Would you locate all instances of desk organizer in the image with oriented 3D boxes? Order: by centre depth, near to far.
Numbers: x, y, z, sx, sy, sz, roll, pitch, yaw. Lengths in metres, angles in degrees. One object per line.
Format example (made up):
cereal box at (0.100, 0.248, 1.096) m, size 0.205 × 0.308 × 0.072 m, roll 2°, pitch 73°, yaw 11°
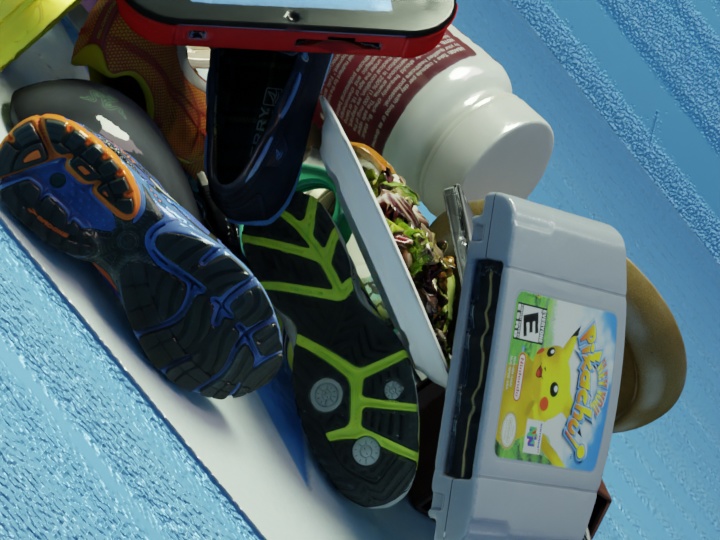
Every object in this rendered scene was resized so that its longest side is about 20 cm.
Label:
desk organizer at (0.098, 0.141, 1.603) m, size 0.200 × 0.072 × 0.077 m, roll 36°, pitch 23°, yaw -48°

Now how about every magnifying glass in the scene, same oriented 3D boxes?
magnifying glass at (-0.063, -0.059, 1.599) m, size 0.022 × 0.080 × 0.200 m, roll 48°, pitch 3°, yaw -38°

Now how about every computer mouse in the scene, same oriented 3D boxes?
computer mouse at (-0.121, -0.053, 1.410) m, size 0.200 × 0.053 × 0.139 m, roll 41°, pitch 19°, yaw -40°

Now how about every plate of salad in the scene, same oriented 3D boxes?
plate of salad at (0.025, -0.015, 1.436) m, size 0.200 × 0.048 × 0.201 m, roll 157°, pitch -90°, yaw -88°

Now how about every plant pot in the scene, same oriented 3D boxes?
plant pot at (0.119, 0.039, 1.595) m, size 0.200 × 0.200 × 0.028 m, roll 49°, pitch 54°, yaw -15°

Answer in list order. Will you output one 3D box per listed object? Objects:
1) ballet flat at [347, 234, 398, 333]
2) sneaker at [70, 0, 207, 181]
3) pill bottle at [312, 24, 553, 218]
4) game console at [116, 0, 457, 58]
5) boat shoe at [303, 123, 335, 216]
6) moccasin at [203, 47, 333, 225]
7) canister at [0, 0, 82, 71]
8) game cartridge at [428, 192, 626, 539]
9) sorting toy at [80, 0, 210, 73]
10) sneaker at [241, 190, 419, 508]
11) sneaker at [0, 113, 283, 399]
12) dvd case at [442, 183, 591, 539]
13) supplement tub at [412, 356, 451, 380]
ballet flat at (0.000, 0.000, 1.626) m, size 0.074 × 0.074 × 0.200 m, roll 50°, pitch 6°, yaw -7°
sneaker at (-0.129, -0.100, 1.504) m, size 0.073 × 0.077 × 0.200 m, roll 20°, pitch -19°, yaw 30°
pill bottle at (0.030, -0.120, 1.654) m, size 0.200 × 0.114 × 0.114 m, roll 43°, pitch 8°, yaw 28°
game console at (-0.047, -0.201, 1.424) m, size 0.031 × 0.199 × 0.178 m, roll 110°, pitch -21°, yaw -54°
boat shoe at (-0.035, -0.061, 1.698) m, size 0.068 × 0.075 × 0.200 m, roll 34°, pitch 14°, yaw 6°
moccasin at (-0.052, -0.129, 1.441) m, size 0.068 × 0.080 × 0.201 m, roll 43°, pitch 48°, yaw -70°
canister at (-0.240, -0.209, 1.348) m, size 0.200 × 0.086 × 0.149 m, roll 49°, pitch 14°, yaw -8°
game cartridge at (0.102, 0.064, 1.408) m, size 0.133 × 0.040 × 0.201 m, roll 13°, pitch 85°, yaw -54°
sorting toy at (-0.163, -0.219, 1.621) m, size 0.200 × 0.107 × 0.180 m, roll 47°, pitch -5°, yaw -36°
sneaker at (-0.008, 0.049, 1.455) m, size 0.076 × 0.075 × 0.201 m, roll 56°, pitch 15°, yaw -69°
sneaker at (-0.112, -0.014, 1.307) m, size 0.200 × 0.075 × 0.078 m, roll 50°, pitch 10°, yaw -17°
dvd case at (0.099, 0.064, 1.510) m, size 0.149 × 0.016 × 0.201 m, roll -98°, pitch 166°, yaw -56°
supplement tub at (0.130, 0.046, 1.790) m, size 0.145 × 0.144 × 0.200 m, roll 57°, pitch 15°, yaw 21°
